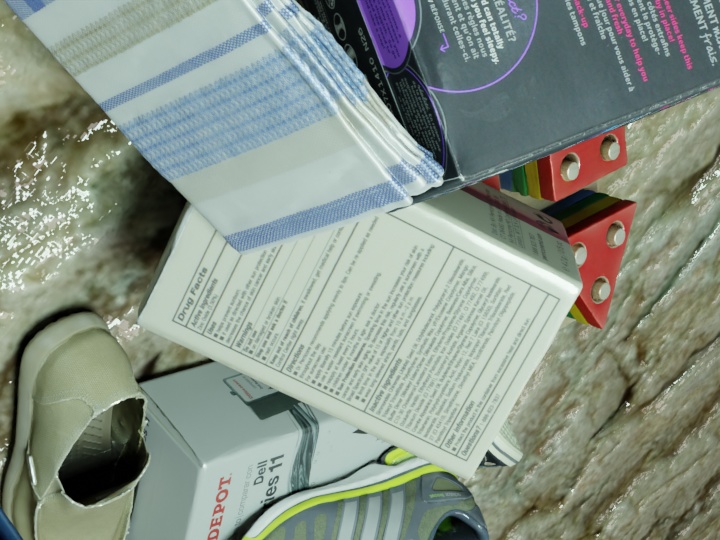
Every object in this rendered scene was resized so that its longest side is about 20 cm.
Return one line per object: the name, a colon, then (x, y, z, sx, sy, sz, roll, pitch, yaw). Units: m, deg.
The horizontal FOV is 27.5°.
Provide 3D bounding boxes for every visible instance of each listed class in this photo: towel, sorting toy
towel: (-0.069, -0.091, 0.640, 0.200, 0.146, 0.024, 48, 53, -21)
sorting toy: (0.093, -0.028, 0.915, 0.199, 0.069, 0.200, -26, 119, -33)

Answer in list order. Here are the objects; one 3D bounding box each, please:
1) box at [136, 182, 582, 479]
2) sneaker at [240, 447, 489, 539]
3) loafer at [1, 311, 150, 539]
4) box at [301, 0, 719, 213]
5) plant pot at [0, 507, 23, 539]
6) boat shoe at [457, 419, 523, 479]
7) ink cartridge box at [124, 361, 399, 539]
box: (0.000, 0.000, 0.790, 0.199, 0.109, 0.128, 26, 109, -7)
sneaker: (-0.002, 0.176, 0.919, 0.199, 0.081, 0.074, -26, 139, -29)
loafer: (-0.162, 0.119, 0.855, 0.075, 0.068, 0.201, -22, 137, -31)
box: (0.091, -0.121, 0.699, 0.199, 0.123, 0.106, -21, -178, -19)
plant pot: (-0.264, 0.135, 0.666, 0.200, 0.200, 0.180, -42, 151, -7)
boat shoe: (0.070, 0.109, 1.032, 0.062, 0.075, 0.200, -26, 177, -3)
ink cartridge box: (-0.056, 0.128, 0.960, 0.199, 0.083, 0.148, -15, 133, -37)
